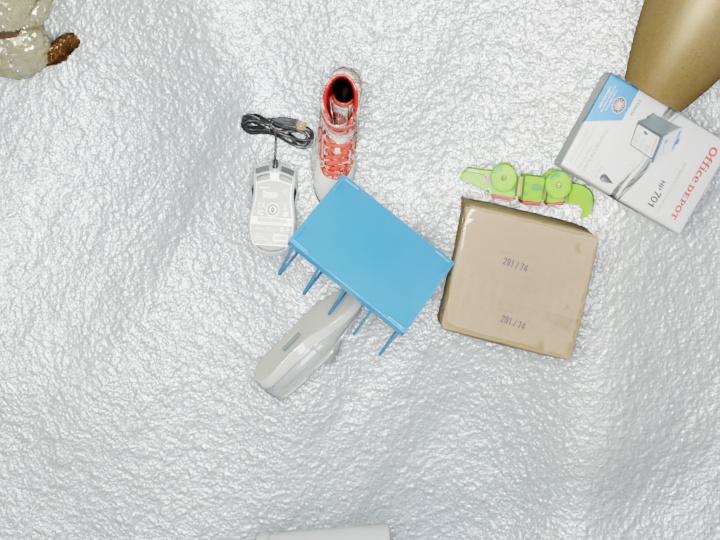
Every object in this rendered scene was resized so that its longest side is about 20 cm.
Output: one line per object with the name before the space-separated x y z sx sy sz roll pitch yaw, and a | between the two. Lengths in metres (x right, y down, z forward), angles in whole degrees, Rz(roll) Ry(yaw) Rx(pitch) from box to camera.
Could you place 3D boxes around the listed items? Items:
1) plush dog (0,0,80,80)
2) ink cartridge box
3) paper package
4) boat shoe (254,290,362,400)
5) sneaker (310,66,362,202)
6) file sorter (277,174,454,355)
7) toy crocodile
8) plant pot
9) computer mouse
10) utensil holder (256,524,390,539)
plush dog | -0.490 -0.352 1.606 0.196 0.161 0.174 -3 121 2
ink cartridge box | 0.396 -0.165 1.618 0.198 0.086 0.148 29 98 0
paper package | 0.221 0.011 1.638 0.196 0.104 0.194 12 99 0
boat shoe | -0.065 0.113 1.683 0.200 0.072 0.069 -46 123 -4
sneaker | -0.036 -0.185 1.618 0.066 0.108 0.205 8 98 1
file sorter | 0.000 0.000 1.604 0.199 0.123 0.139 38 58 1
toy crocodile | 0.239 -0.118 1.638 0.196 0.068 0.063 8 99 1
plant pot | 0.450 -0.327 1.557 0.184 0.187 0.202 29 106 -2
computer mouse | -0.128 -0.122 1.665 0.107 0.044 0.204 5 92 -3
utensil holder | -0.048 0.460 1.676 0.196 0.170 0.173 -7 97 1
